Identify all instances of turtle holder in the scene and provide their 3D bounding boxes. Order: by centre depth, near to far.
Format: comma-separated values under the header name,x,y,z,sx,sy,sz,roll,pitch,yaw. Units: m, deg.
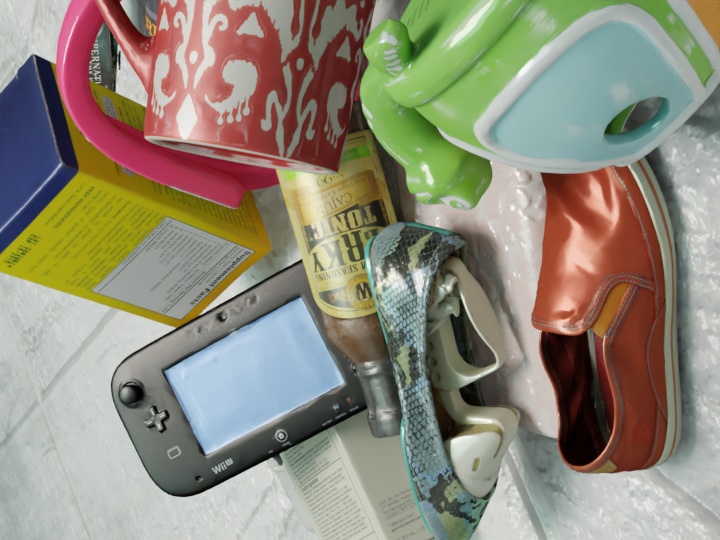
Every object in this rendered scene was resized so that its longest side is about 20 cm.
name,x,y,z,sx,sy,sz,roll,pitch,yaw
turtle holder,0.076,-0.098,0.558,0.186,0.131,0.141,-53,15,13

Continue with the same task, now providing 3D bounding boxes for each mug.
name,x,y,z,sx,sy,sz,roll,pitch,yaw
mug,-0.066,-0.163,0.698,0.176,0.133,0.202,9,91,28

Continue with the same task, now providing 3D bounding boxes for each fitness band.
name,x,y,z,sx,sy,sz,roll,pitch,yaw
fitness band,-0.092,-0.120,0.791,0.144,0.199,0.037,-59,37,14

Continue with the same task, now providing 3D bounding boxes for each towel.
name,x,y,z,sx,sy,sz,roll,pitch,yaw
towel,0.060,-0.007,0.762,0.191,0.032,0.202,4,110,58

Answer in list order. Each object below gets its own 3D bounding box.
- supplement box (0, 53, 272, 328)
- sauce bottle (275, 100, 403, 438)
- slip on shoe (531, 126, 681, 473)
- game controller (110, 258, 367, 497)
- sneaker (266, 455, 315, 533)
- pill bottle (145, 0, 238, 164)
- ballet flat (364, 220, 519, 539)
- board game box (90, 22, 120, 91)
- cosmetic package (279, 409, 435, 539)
name,x,y,z,sx,sy,sz,roll,pitch,yaw
supplement box,-0.180,-0.051,0.927,0.109,0.199,0.110,-40,52,23
sauce bottle,0.000,0.000,0.772,0.065,0.064,0.202,-13,96,60
slip on shoe,0.118,0.011,0.647,0.074,0.061,0.202,11,114,58
game controller,-0.068,0.069,0.838,0.199,0.042,0.105,-29,78,15
sneaker,-0.091,0.122,0.981,0.079,0.129,0.201,4,109,60
pill bottle,-0.091,-0.166,0.851,0.106,0.106,0.201,39,136,43
ballet flat,0.054,0.069,0.726,0.074,0.074,0.202,10,120,57
board game box,-0.205,-0.241,0.983,0.136,0.028,0.201,-103,13,-54
cosmetic package,-0.012,0.108,0.900,0.201,0.073,0.104,65,149,11
